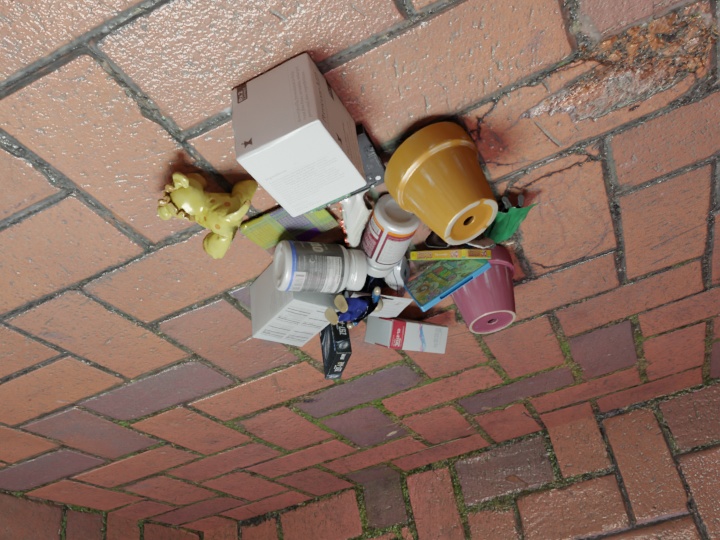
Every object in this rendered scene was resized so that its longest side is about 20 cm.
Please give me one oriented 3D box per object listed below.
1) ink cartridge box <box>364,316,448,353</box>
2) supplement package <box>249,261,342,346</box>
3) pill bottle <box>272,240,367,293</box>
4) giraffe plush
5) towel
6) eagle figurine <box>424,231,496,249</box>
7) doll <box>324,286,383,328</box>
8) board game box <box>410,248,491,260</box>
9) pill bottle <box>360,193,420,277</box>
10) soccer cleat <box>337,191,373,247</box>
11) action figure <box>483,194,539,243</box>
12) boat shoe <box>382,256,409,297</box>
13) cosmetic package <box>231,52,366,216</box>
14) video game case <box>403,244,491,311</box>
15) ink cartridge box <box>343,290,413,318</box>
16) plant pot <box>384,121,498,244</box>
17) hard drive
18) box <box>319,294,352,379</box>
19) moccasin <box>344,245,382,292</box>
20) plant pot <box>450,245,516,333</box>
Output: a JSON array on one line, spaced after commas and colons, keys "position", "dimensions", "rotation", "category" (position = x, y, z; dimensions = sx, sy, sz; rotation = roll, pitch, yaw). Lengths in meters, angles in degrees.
[{"position": [0.134, 0.184, 1.965], "dimensions": [0.198, 0.084, 0.145], "rotation": [10, 178, -29], "category": "ink cartridge box"}, {"position": [-0.162, 0.069, 1.687], "dimensions": [0.149, 0.153, 0.200], "rotation": [15, 141, -34], "category": "supplement package"}, {"position": [-0.092, -0.006, 1.548], "dimensions": [0.197, 0.115, 0.114], "rotation": [3, 145, -24], "category": "pill bottle"}, {"position": [-0.315, -0.126, 1.351], "dimensions": [0.161, 0.200, 0.174], "rotation": [27, 104, -13], "category": "giraffe plush"}, {"position": [-0.165, -0.103, 1.545], "dimensions": [0.198, 0.023, 0.144], "rotation": [-24, 145, 18], "category": "towel"}, {"position": [0.249, -0.098, 1.573], "dimensions": [0.151, 0.151, 0.201], "rotation": [-43, 166, -25], "category": "eagle figurine"}, {"position": [0.000, 0.087, 1.621], "dimensions": [0.137, 0.049, 0.199], "rotation": [-51, 156, 20], "category": "doll"}, {"position": [0.214, -0.038, 1.669], "dimensions": [0.095, 0.030, 0.199], "rotation": [0, 177, -43], "category": "board game box"}, {"position": [0.062, -0.076, 1.572], "dimensions": [0.108, 0.111, 0.201], "rotation": [0, 147, -17], "category": "pill bottle"}, {"position": [-0.007, -0.120, 1.526], "dimensions": [0.077, 0.070, 0.201], "rotation": [-13, 145, -4], "category": "soccer cleat"}, {"position": [0.344, -0.114, 1.654], "dimensions": [0.116, 0.055, 0.201], "rotation": [-5, 154, -12], "category": "action figure"}, {"position": [0.088, 0.007, 1.762], "dimensions": [0.065, 0.074, 0.201], "rotation": [13, 155, 14], "category": "boat shoe"}, {"position": [-0.110, -0.237, 1.217], "dimensions": [0.163, 0.167, 0.200], "rotation": [-21, 148, 16], "category": "cosmetic package"}, {"position": [0.213, 0.015, 1.689], "dimensions": [0.199, 0.143, 0.018], "rotation": [-33, 115, -1], "category": "video game case"}, {"position": [0.042, 0.075, 1.796], "dimensions": [0.160, 0.058, 0.200], "rotation": [7, 156, -10], "category": "ink cartridge box"}, {"position": [0.175, -0.160, 1.359], "dimensions": [0.198, 0.184, 0.201], "rotation": [-22, 148, -15], "category": "plant pot"}, {"position": [-0.056, -0.203, 1.386], "dimensions": [0.198, 0.038, 0.140], "rotation": [-23, 136, 13], "category": "hard drive"}, {"position": [-0.072, 0.169, 1.827], "dimensions": [0.043, 0.202, 0.161], "rotation": [0, 148, -16], "category": "box"}, {"position": [0.000, 0.000, 1.698], "dimensions": [0.068, 0.081, 0.199], "rotation": [-24, 147, 30], "category": "moccasin"}, {"position": [0.327, 0.059, 1.796], "dimensions": [0.197, 0.181, 0.201], "rotation": [-9, 149, -5], "category": "plant pot"}]
